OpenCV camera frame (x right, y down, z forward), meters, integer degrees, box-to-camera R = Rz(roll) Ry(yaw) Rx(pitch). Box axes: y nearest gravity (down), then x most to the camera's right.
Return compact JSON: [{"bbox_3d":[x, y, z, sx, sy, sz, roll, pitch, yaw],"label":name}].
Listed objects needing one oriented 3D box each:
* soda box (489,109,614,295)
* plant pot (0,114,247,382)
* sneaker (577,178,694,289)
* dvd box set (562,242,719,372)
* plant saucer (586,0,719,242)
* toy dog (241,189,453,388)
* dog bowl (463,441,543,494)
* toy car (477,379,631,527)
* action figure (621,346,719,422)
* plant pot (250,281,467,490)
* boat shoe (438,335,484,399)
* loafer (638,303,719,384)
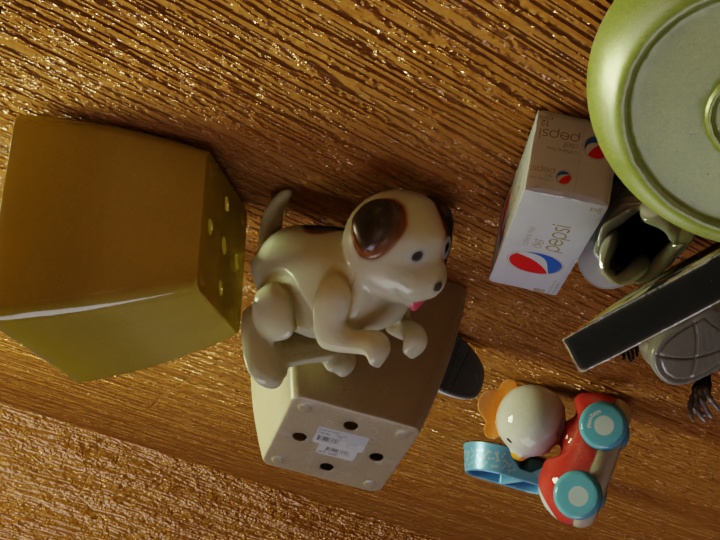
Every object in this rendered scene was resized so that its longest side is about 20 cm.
[{"bbox_3d":[0.149,-0.047,0.857,0.063,0.068,0.200,12,161,4],"label":"soda box"},{"bbox_3d":[-0.210,-0.020,1.009,0.175,0.201,0.200,-3,158,11],"label":"plant pot"},{"bbox_3d":[0.202,-0.024,0.821,0.078,0.099,0.200,39,157,7],"label":"sneaker"},{"bbox_3d":[0.241,0.008,0.779,0.146,0.029,0.200,-33,173,30],"label":"dvd box set"},{"bbox_3d":[0.221,-0.090,0.594,0.199,0.031,0.201,13,129,17],"label":"plant saucer"},{"bbox_3d":[0.000,0.000,0.981,0.139,0.195,0.200,8,153,-45],"label":"toy dog"},{"bbox_3d":[0.274,0.356,1.922,0.199,0.050,0.111,18,160,-15],"label":"dog bowl"},{"bbox_3d":[0.245,0.228,1.439,0.199,0.178,0.184,20,175,18],"label":"toy car"},{"bbox_3d":[0.363,0.098,1.077,0.199,0.102,0.119,18,149,-9],"label":"action figure"},{"bbox_3d":[-0.015,0.118,1.161,0.199,0.178,0.200,17,138,-10],"label":"plant pot"},{"bbox_3d":[0.062,0.099,1.323,0.201,0.075,0.065,25,164,-20],"label":"boat shoe"},{"bbox_3d":[0.318,0.024,0.875,0.199,0.072,0.063,-26,-162,2],"label":"loafer"}]
